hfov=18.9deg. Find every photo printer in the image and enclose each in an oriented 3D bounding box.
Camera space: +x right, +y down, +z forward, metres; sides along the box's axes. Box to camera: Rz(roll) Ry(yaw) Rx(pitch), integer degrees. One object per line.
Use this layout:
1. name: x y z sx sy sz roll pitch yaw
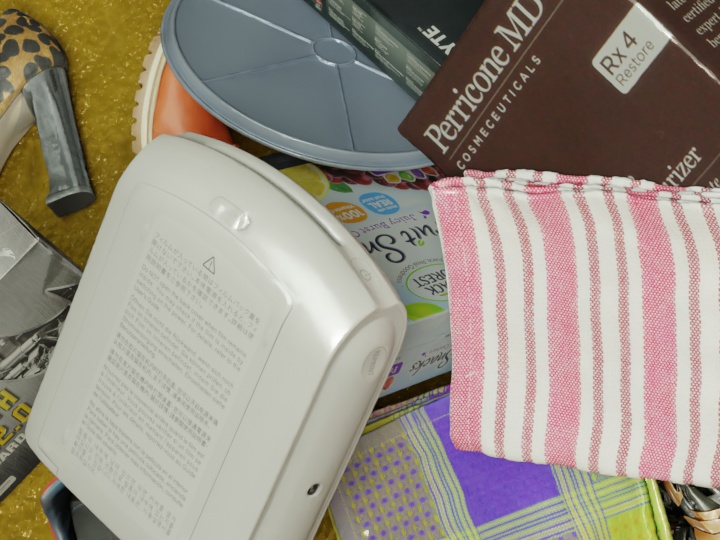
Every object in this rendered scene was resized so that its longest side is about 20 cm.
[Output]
1. photo printer: -0.070 0.044 1.045 0.166 0.069 0.200 38 119 28

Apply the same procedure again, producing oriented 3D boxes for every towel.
1. towel: 0.065 0.127 1.108 0.200 0.023 0.144 -23 80 38
2. towel: 0.121 0.030 1.008 0.199 0.030 0.147 6 110 37

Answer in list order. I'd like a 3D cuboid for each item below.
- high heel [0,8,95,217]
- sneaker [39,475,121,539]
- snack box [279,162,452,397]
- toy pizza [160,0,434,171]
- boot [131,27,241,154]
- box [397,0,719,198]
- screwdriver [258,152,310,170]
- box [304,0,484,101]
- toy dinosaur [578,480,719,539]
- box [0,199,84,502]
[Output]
1. high heel: -0.274 -0.082 1.356 0.199 0.071 0.143 -15 69 -4
2. sneaker: -0.098 0.177 1.096 0.075 0.085 0.200 -46 65 1
3. snack box: 0.000 0.000 1.159 0.142 0.200 0.053 39 125 28
4. toy pizza: -0.019 -0.115 1.249 0.199 0.032 0.201 11 39 -9
5. boot: -0.076 -0.048 1.261 0.107 0.075 0.201 -5 86 16
6. box: 0.164 -0.082 1.061 0.200 0.166 0.164 44 47 8
7. screwdriver: 0.026 -0.069 1.268 0.199 0.028 0.029 -6 96 18
8. box: 0.073 -0.165 1.248 0.159 0.046 0.200 -31 57 -23
9. toy dinosaur: 0.172 0.112 1.115 0.199 0.102 0.136 -21 76 -10
10. box: -0.228 0.070 1.229 0.200 0.158 0.048 -46 60 -4
